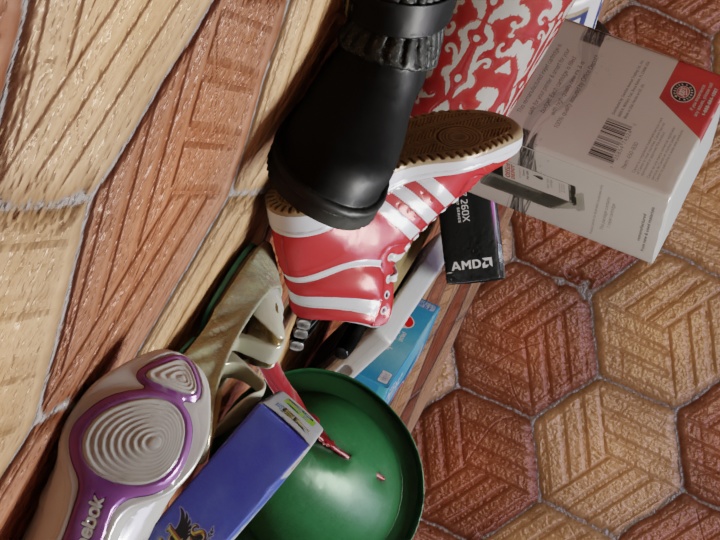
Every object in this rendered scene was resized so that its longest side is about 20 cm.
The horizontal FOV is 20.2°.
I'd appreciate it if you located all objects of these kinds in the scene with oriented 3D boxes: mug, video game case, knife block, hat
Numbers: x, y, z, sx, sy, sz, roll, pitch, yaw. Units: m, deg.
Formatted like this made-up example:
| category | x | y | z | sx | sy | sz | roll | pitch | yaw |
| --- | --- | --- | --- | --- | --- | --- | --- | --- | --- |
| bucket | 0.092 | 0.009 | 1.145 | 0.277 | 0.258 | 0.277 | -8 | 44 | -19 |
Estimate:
| category | x | y | z | sx | sy | sz | roll | pitch | yaw |
| --- | --- | --- | --- | --- | --- | --- | --- | --- | --- |
| mug | 0.105 | -0.210 | 1.482 | 0.177 | 0.133 | 0.200 | -26 | 145 | -60 |
| video game case | -0.005 | 0.064 | 1.814 | 0.182 | 0.023 | 0.200 | -43 | -175 | 32 |
| video game case | -0.107 | 0.169 | 1.312 | 0.200 | 0.045 | 0.181 | -49 | 177 | 0 |
| knife block | 0.000 | 0.000 | 1.713 | 0.176 | 0.064 | 0.200 | -64 | 173 | -5 |
| hat | -0.056 | 0.148 | 1.477 | 0.166 | 0.200 | 0.176 | -45 | 171 | 4 |

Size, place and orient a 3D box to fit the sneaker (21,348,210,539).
| category | x | y | z | sx | sy | sz | roll | pitch | yaw |
| --- | --- | --- | --- | --- | --- | --- | --- | --- | --- |
| sneaker | -0.151 | 0.132 | 1.115 | 0.200 | 0.075 | 0.100 | -62 | -169 | -19 |

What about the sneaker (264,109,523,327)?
| category | x | y | z | sx | sy | sz | roll | pitch | yaw |
| --- | --- | --- | --- | --- | --- | --- | --- | --- | --- |
| sneaker | 0.027 | -0.033 | 1.391 | 0.200 | 0.071 | 0.113 | -23 | 125 | -25 |

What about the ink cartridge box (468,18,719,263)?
| category | x | y | z | sx | sy | sz | roll | pitch | yaw |
| --- | --- | --- | --- | --- | --- | --- | --- | --- | --- |
| ink cartridge box | 0.168 | -0.113 | 1.592 | 0.147 | 0.200 | 0.083 | -58 | 163 | -36 |

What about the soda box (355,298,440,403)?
| category | x | y | z | sx | sy | sz | roll | pitch | yaw |
| --- | --- | --- | --- | --- | --- | --- | --- | --- | --- |
| soda box | 0.022 | 0.094 | 2.192 | 0.200 | 0.064 | 0.068 | -52 | 165 | -59 |

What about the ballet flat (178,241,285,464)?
| category | x | y | z | sx | sy | sz | roll | pitch | yaw |
| --- | --- | --- | --- | --- | --- | --- | --- | --- | --- |
| ballet flat | -0.083 | 0.057 | 1.302 | 0.200 | 0.062 | 0.068 | -58 | 170 | -47 |

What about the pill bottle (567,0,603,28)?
| category | x | y | z | sx | sy | sz | roll | pitch | yaw |
| --- | --- | --- | --- | --- | --- | --- | --- | --- | --- |
| pill bottle | 0.169 | -0.249 | 1.902 | 0.111 | 0.111 | 0.200 | -62 | 172 | -20 |

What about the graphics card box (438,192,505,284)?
| category | x | y | z | sx | sy | sz | roll | pitch | yaw |
| --- | --- | --- | --- | --- | --- | --- | --- | --- | --- |
| graphics card box | 0.088 | -0.088 | 1.729 | 0.125 | 0.051 | 0.200 | 14 | 71 | -84 |

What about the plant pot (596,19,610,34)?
| category | x | y | z | sx | sy | sz | roll | pitch | yaw |
| --- | --- | --- | --- | --- | --- | --- | --- | --- | --- |
| plant pot | 0.231 | -0.217 | 2.315 | 0.200 | 0.187 | 0.187 | -80 | -172 | -53 |

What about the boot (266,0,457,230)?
| category | x | y | z | sx | sy | sz | roll | pitch | yaw |
| --- | --- | --- | --- | --- | --- | --- | --- | --- | --- |
| boot | 0.014 | -0.137 | 1.262 | 0.211 | 0.079 | 0.158 | -73 | -171 | -53 |
